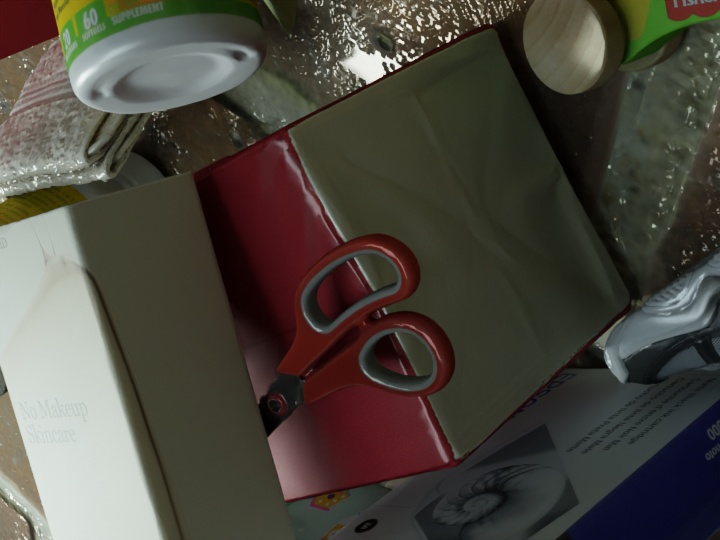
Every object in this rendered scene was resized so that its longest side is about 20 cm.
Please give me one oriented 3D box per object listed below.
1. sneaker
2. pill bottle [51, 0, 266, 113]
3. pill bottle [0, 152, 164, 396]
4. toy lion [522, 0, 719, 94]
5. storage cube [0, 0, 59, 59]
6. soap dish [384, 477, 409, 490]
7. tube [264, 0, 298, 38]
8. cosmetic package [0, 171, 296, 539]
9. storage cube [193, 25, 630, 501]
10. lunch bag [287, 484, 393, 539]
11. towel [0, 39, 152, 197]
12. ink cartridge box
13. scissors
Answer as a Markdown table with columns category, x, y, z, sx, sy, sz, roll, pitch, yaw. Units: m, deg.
| category | x | y | z | sx | sy | sz | roll | pitch | yaw |
| --- | --- | --- | --- | --- | --- | --- | --- | --- | --- |
| sneaker | 0.197 | 0.034 | 0.592 | 0.114 | 0.075 | 0.200 | 56 | 142 | 8 |
| pill bottle | -0.128 | -0.200 | 0.745 | 0.111 | 0.111 | 0.201 | -29 | 73 | 54 |
| pill bottle | -0.225 | -0.003 | 0.948 | 0.111 | 0.200 | 0.112 | 30 | 142 | 27 |
| toy lion | 0.127 | -0.176 | 0.544 | 0.200 | 0.069 | 0.193 | 3 | 110 | 48 |
| storage cube | -0.286 | -0.244 | 0.868 | 0.200 | 0.180 | 0.171 | 32 | 137 | 29 |
| soap dish | 0.115 | 0.186 | 0.797 | 0.200 | 0.081 | 0.158 | 10 | 123 | 45 |
| tube | -0.049 | -0.228 | 0.713 | 0.052 | 0.058 | 0.201 | 14 | 136 | 8 |
| cosmetic package | -0.104 | 0.065 | 0.613 | 0.103 | 0.073 | 0.201 | -11 | 97 | 47 |
| storage cube | 0.000 | 0.000 | 0.692 | 0.179 | 0.200 | 0.171 | -21 | 98 | 47 |
| lunch bag | -0.001 | 0.198 | 0.737 | 0.200 | 0.160 | 0.077 | 10 | 122 | 46 |
| towel | -0.195 | -0.112 | 0.903 | 0.034 | 0.133 | 0.200 | 41 | 153 | -31 |
| ink cartridge box | 0.111 | 0.106 | 0.641 | 0.200 | 0.199 | 0.041 | -5 | 111 | 52 |
| scissors | -0.033 | 0.047 | 0.597 | 0.200 | 0.014 | 0.073 | -31 | 95 | 43 |
